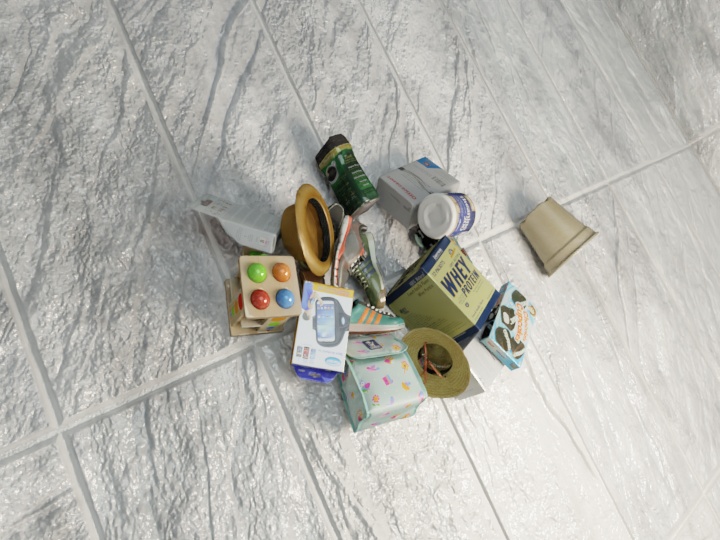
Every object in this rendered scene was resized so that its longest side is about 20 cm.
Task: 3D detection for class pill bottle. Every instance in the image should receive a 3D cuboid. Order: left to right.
[{"bbox_3d":[0.240,-0.146,1.379,0.197,0.110,0.114,-12,74,-53],"label":"pill bottle"}]

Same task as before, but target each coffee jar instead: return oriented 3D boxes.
[{"bbox_3d":[-0.038,-0.245,1.367,0.084,0.104,0.204,-25,83,-39],"label":"coffee jar"}]

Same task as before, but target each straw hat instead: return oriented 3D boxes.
[{"bbox_3d":[0.185,0.202,1.260,0.203,0.200,0.085,52,41,1],"label":"straw hat"}]

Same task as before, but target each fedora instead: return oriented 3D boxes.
[{"bbox_3d":[-0.125,-0.086,1.179,0.200,0.079,0.209,-8,90,-69],"label":"fedora"}]

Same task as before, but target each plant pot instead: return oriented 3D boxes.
[{"bbox_3d":[0.603,-0.117,1.639,0.198,0.202,0.185,-29,73,-35],"label":"plant pot"}]

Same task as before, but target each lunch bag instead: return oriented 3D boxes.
[{"bbox_3d":[0.035,0.237,1.198,0.165,0.123,0.205,-5,56,-26],"label":"lunch bag"}]

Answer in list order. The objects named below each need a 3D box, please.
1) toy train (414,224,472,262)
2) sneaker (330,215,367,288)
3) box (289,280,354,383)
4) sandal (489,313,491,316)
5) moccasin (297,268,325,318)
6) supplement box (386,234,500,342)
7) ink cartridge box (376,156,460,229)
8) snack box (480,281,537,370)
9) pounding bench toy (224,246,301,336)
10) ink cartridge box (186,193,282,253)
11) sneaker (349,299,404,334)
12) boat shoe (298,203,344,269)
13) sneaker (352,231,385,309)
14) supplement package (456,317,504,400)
[{"bbox_3d":[0.229,-0.063,1.460,0.113,0.085,0.204,-24,79,-48],"label":"toy train"},{"bbox_3d":[-0.022,-0.033,1.244,0.079,0.077,0.207,14,70,-7],"label":"sneaker"},{"bbox_3d":[-0.084,0.134,1.140,0.115,0.042,0.208,11,72,-12],"label":"box"},{"bbox_3d":[0.318,0.090,1.425,0.055,0.081,0.201,46,41,-9],"label":"sandal"},{"bbox_3d":[-0.111,0.093,1.204,0.075,0.074,0.209,-3,74,-15],"label":"moccasin"},{"bbox_3d":[0.198,0.066,1.308,0.200,0.200,0.135,45,53,-2],"label":"supplement box"},{"bbox_3d":[0.155,-0.217,1.446,0.197,0.086,0.144,-28,56,-34],"label":"ink cartridge box"},{"bbox_3d":[0.385,0.139,1.350,0.116,0.037,0.202,41,51,-10],"label":"snack box"},{"bbox_3d":[-0.213,0.017,1.125,0.120,0.156,0.207,-1,69,-28],"label":"pounding bench toy"},{"bbox_3d":[-0.271,-0.106,1.164,0.193,0.059,0.163,13,17,-4],"label":"ink cartridge box"},{"bbox_3d":[0.016,0.108,1.256,0.193,0.071,0.083,3,75,-20],"label":"sneaker"},{"bbox_3d":[-0.085,-0.090,1.296,0.071,0.066,0.204,37,59,-13],"label":"boat shoe"},{"bbox_3d":[0.000,0.000,1.312,0.087,0.067,0.207,-1,67,-24],"label":"sneaker"},{"bbox_3d":[0.304,0.218,1.358,0.111,0.113,0.199,51,53,0],"label":"supplement package"}]
